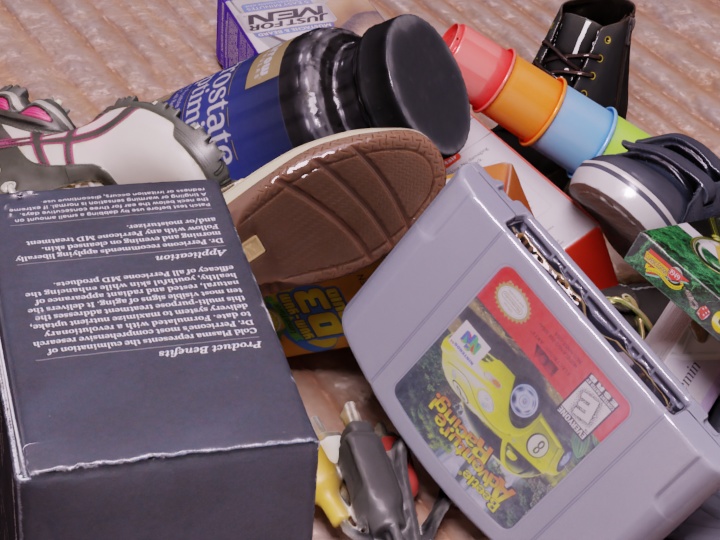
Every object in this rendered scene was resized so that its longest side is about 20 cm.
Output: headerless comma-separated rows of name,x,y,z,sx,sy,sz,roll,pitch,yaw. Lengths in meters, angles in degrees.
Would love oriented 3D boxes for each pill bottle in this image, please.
pill bottle,-0.039,-0.078,1.031,0.199,0.112,0.112,-20,22,32

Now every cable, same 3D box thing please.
cable,0.017,0.144,0.878,0.097,0.050,0.201,8,44,-25

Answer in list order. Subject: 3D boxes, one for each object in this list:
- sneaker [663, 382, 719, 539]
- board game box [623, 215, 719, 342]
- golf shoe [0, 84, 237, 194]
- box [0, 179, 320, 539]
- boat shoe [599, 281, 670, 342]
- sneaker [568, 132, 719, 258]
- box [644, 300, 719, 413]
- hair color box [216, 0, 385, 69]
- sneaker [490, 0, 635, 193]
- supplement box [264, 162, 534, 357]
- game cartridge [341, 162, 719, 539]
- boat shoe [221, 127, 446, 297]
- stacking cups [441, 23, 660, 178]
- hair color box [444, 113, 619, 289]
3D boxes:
sneaker,0.183,0.120,0.887,0.087,0.075,0.200,-10,31,2
board game box,0.232,0.043,0.863,0.200,0.024,0.104,43,33,25
golf shoe,-0.156,-0.048,0.981,0.199,0.077,0.088,7,47,38
box,-0.103,0.096,0.774,0.123,0.201,0.197,-5,36,-14
boat shoe,0.130,0.047,0.970,0.200,0.061,0.072,-19,73,-24
sneaker,0.178,-0.046,1.012,0.078,0.080,0.200,39,2,18
box,0.176,0.049,0.937,0.039,0.041,0.200,44,61,-11
hair color box,-0.025,-0.139,1.238,0.109,0.065,0.200,-9,39,-19
sneaker,0.124,-0.113,1.176,0.074,0.107,0.200,21,39,23
supplement box,0.000,0.000,0.973,0.199,0.067,0.069,-10,39,25
game cartridge,0.081,0.062,0.867,0.200,0.133,0.041,49,38,15
boat shoe,-0.054,-0.024,0.919,0.201,0.075,0.075,-26,22,-10
stacking cups,0.132,-0.087,1.110,0.199,0.061,0.061,28,32,-14
hair color box,0.058,-0.032,1.066,0.101,0.061,0.200,-35,46,-8
